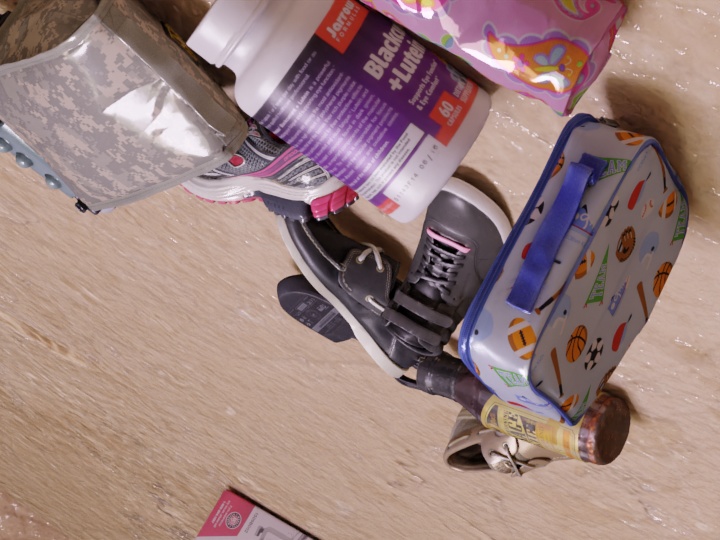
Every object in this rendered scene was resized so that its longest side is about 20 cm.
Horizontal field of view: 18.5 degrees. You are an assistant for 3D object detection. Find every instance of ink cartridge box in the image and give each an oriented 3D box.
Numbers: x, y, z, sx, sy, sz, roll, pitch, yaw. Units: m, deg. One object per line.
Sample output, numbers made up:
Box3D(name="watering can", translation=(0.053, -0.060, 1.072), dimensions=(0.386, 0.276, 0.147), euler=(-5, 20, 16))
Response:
Box3D(name="ink cartridge box", translation=(-0.123, 0.395, 2.826), dimensions=(0.199, 0.147, 0.083), euler=(29, 159, 7))

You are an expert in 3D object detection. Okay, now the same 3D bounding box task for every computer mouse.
Box3D(name="computer mouse", translation=(0.010, 0.057, 2.051), dimensions=(0.199, 0.034, 0.059), euler=(33, 143, -15))

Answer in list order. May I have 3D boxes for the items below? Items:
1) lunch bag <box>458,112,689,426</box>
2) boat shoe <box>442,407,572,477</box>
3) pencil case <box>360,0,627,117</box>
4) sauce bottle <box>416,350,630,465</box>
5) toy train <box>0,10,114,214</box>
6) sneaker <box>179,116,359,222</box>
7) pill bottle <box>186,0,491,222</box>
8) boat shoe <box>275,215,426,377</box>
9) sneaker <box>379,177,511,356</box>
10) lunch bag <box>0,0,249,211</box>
Box3D(name="lunch bag", translation=(0.144, -0.004, 1.477), dimensions=(0.075, 0.201, 0.160), euler=(22, 171, 28))
Box3D(name="boat shoe", translation=(0.145, 0.161, 2.029), dimensions=(0.072, 0.065, 0.200), euler=(41, 158, -23))
Box3D(name="pencil case", translation=(0.064, -0.176, 1.367), dimensions=(0.199, 0.088, 0.088), euler=(30, 159, 7))
Box3D(name="sauce bottle", translation=(0.139, 0.115, 1.938), dimensions=(0.199, 0.066, 0.066), euler=(17, 155, 37))
Box3D(name="toy train", translation=(-0.263, -0.136, 1.879), dimensions=(0.200, 0.114, 0.085), euler=(38, 159, -14))
Box3D(name="sneaker", translation=(-0.080, -0.097, 1.777), dimensions=(0.199, 0.080, 0.075), euler=(12, 123, 43))
Box3D(name="pill bottle", translation=(-0.017, -0.133, 1.537), dimensions=(0.199, 0.112, 0.111), euler=(35, 159, -8))
Box3D(name="boat shoe", translation=(0.000, 0.000, 1.885), dimensions=(0.067, 0.072, 0.200), euler=(-31, 114, 22))
Box3D(name="sneaker", translation=(0.064, 0.005, 1.748), dimensions=(0.070, 0.099, 0.200), euler=(30, 158, 11))
Box3D(name="lunch bag", translation=(-0.191, -0.146, 1.740), dimensions=(0.164, 0.118, 0.199), euler=(45, 151, -25))
